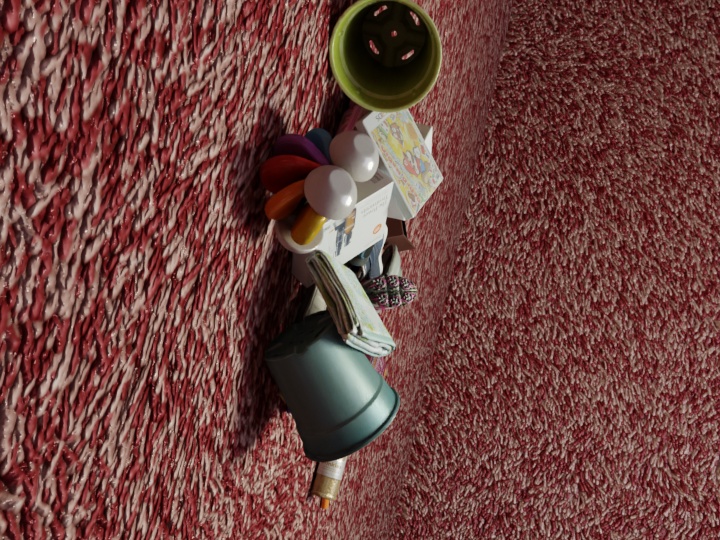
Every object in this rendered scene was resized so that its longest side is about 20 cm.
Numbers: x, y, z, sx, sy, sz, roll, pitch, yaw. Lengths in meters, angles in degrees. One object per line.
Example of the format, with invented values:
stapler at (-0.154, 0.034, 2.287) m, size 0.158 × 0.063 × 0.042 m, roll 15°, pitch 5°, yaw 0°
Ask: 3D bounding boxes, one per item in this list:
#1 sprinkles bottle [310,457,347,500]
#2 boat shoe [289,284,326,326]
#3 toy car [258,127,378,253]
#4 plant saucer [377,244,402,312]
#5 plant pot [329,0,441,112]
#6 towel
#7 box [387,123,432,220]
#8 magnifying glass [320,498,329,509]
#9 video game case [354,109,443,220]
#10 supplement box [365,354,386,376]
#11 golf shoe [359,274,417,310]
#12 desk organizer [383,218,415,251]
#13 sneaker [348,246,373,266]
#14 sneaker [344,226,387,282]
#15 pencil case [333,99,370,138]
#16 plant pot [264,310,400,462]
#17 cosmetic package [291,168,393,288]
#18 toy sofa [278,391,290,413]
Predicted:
sprinkles bottle at (-0.065, 0.461, 1.754) m, size 0.068 × 0.067 × 0.203 m, roll 55°, pitch 49°, yaw -70°
boat shoe at (-0.089, 0.050, 1.383) m, size 0.067 × 0.056 × 0.201 m, roll 50°, pitch 39°, yaw -26°
toy car at (-0.078, -0.139, 1.082) m, size 0.175 × 0.149 × 0.201 m, roll -41°, pitch -165°, yaw 50°
plant saucer at (0.059, 0.036, 1.751) m, size 0.201 × 0.050 × 0.202 m, roll -90°, pitch -154°, yaw -69°
plant pot at (0.053, -0.418, 1.301) m, size 0.185 × 0.196 × 0.203 m, roll -76°, pitch 171°, yaw -60°
towel at (-0.015, 0.059, 1.229) m, size 0.173 × 0.048 × 0.200 m, roll 63°, pitch 10°, yaw 22°
box at (0.053, -0.219, 1.480) m, size 0.107 × 0.150 × 0.201 m, roll 88°, pitch 22°, yaw -44°
magnifying glass at (-0.080, 0.526, 1.840) m, size 0.080 × 0.022 × 0.204 m, roll -32°, pitch 134°, yaw -70°
video game case at (0.079, -0.223, 1.341) m, size 0.202 × 0.023 × 0.182 m, roll 60°, pitch 36°, yaw -16°
supplement box at (-0.007, 0.218, 1.691) m, size 0.201 × 0.108 × 0.087 m, roll 79°, pitch 27°, yaw -56°
golf shoe at (0.025, 0.053, 1.547) m, size 0.092 × 0.196 × 0.074 m, roll 138°, pitch -55°, yaw -80°
desk organizer at (0.086, -0.097, 1.807) m, size 0.200 × 0.076 × 0.073 m, roll 32°, pitch 49°, yaw -75°
sneaker at (0.017, -0.105, 1.511) m, size 0.082 × 0.072 × 0.202 m, roll 118°, pitch -16°, yaw -50°
sneaker at (-0.001, -0.001, 1.608) m, size 0.147 × 0.076 × 0.205 m, roll -55°, pitch 158°, yaw -46°
pencil case at (-0.009, -0.269, 1.349) m, size 0.083 × 0.086 × 0.202 m, roll 43°, pitch 50°, yaw -27°
plant pot at (-0.062, 0.192, 1.241) m, size 0.198 × 0.198 × 0.201 m, roll 60°, pitch 31°, yaw -16°
cosmetic package at (-0.033, -0.077, 1.269) m, size 0.199 × 0.052 × 0.152 m, roll -34°, pitch 154°, yaw -30°
toy sofa at (-0.097, 0.191, 1.422) m, size 0.083 × 0.096 × 0.202 m, roll 57°, pitch 42°, yaw -36°
